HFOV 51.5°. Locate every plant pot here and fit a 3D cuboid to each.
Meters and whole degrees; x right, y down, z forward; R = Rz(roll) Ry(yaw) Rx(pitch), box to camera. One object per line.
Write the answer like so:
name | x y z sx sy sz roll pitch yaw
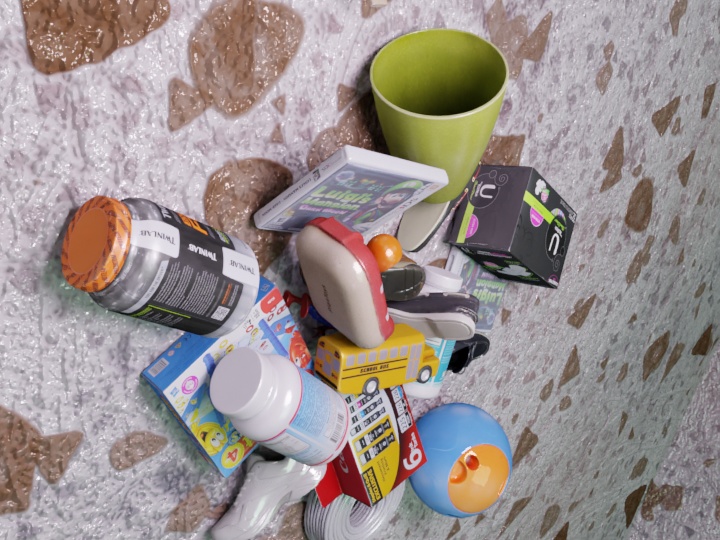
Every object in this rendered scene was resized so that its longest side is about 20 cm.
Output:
plant pot | 0.108 -0.197 1.054 0.186 0.186 0.202 -40 149 -25

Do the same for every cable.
cable | -0.007 0.400 1.300 0.198 0.069 0.204 12 101 -49

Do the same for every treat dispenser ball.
treat dispenser ball | 0.180 0.348 1.376 0.199 0.199 0.205 -24 126 -37

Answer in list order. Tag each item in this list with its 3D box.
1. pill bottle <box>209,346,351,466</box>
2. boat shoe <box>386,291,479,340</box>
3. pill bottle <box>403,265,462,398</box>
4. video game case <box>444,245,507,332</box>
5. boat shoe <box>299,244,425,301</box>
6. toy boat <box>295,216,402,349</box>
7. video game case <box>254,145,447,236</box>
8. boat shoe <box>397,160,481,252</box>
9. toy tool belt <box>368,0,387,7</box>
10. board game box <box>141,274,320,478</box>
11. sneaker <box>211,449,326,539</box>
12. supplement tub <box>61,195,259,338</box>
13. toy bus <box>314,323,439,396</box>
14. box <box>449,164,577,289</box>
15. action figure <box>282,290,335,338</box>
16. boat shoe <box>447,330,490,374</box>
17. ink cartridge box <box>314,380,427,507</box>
pill bottle | -0.102 0.175 0.965 0.110 0.108 0.200 -56 139 -9
boat shoe | 0.089 0.063 1.151 0.074 0.196 0.061 55 45 -39
pill bottle | 0.107 0.099 1.239 0.109 0.110 0.204 6 106 -48
video game case | 0.213 0.024 1.383 0.198 0.023 0.186 7 104 -49
boat shoe | 0.000 0.000 1.102 0.196 0.074 0.077 7 121 -28
toy boat | 0.004 0.003 0.983 0.130 0.130 0.202 -38 141 -22
video game case | -0.010 -0.093 0.974 0.198 0.180 0.024 4 63 -47
boat shoe | 0.128 -0.112 1.181 0.063 0.073 0.204 37 80 -47
toy tool belt | -0.016 -0.395 0.844 0.198 0.123 0.126 18 88 -49
board game box | -0.164 0.142 1.008 0.200 0.055 0.198 -44 136 -23
sneaker | -0.151 0.320 1.113 0.199 0.078 0.100 -38 98 -8
supplement tub | -0.217 -0.004 0.825 0.199 0.121 0.125 25 91 -51
toy bus | 0.029 0.127 1.088 0.197 0.065 0.080 -6 111 -38
box | 0.268 -0.074 1.292 0.199 0.123 0.152 28 76 -48
action figure | -0.035 0.078 1.112 0.198 0.064 0.053 22 71 -49
boat shoe | 0.178 0.155 1.370 0.197 0.062 0.076 1 126 -46
ink cartridge box | -0.005 0.253 1.171 0.174 0.083 0.204 -30 109 -33
